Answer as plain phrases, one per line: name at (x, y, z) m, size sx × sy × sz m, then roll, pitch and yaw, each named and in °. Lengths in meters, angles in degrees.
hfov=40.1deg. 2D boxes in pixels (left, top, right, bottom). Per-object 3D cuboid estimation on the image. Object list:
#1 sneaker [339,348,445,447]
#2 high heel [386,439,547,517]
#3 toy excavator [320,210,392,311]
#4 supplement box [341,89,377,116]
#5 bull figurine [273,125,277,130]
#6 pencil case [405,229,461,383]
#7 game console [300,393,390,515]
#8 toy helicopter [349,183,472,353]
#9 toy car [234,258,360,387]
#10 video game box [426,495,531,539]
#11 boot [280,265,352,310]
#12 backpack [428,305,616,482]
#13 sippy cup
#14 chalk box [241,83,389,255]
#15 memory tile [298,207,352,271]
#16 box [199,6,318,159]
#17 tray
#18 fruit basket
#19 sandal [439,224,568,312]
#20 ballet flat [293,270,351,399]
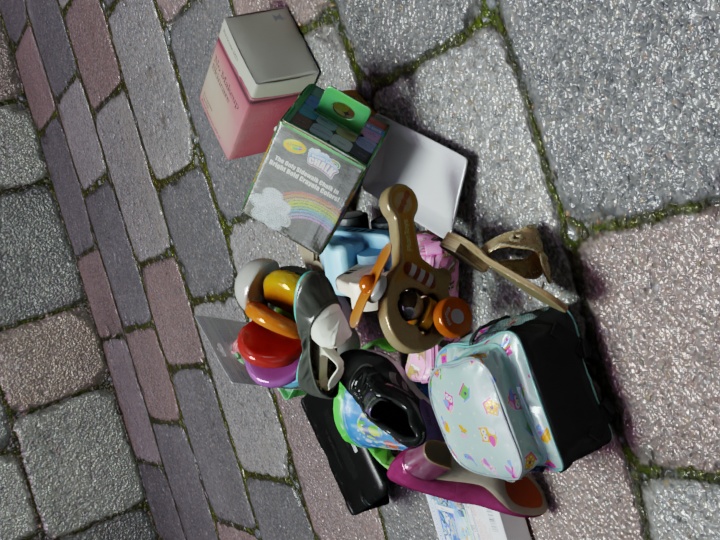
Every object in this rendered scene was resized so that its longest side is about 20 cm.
sneaker at (0.027, 0.160, 1.283) m, size 0.200 × 0.087 × 0.076 m, roll 35°, pitch 101°, yaw 35°
high heel at (0.133, 0.265, 1.225) m, size 0.096 × 0.199 × 0.068 m, roll -42°, pitch 24°, yaw 48°
toy excavator at (0.000, 0.000, 1.296) m, size 0.193 × 0.200 × 0.101 m, roll 7°, pitch 113°, yaw 37°
supplement box at (-0.039, -0.153, 1.394) m, size 0.067 × 0.068 × 0.201 m, roll 52°, pitch 142°, yaw 32°
bull figurine at (-0.103, -0.148, 1.526) m, size 0.200 × 0.065 × 0.122 m, roll -53°, pitch 53°, yaw 50°
pencil case at (0.093, 0.045, 1.265) m, size 0.086 × 0.082 × 0.202 m, roll 27°, pitch 127°, yaw 49°
game console at (0.001, 0.265, 1.546) m, size 0.201 × 0.116 × 0.176 m, roll 63°, pitch 143°, yaw 16°
toy helicopter at (0.046, -0.003, 1.152) m, size 0.079 × 0.131 × 0.202 m, roll -27°, pitch 68°, yaw 60°
toy car at (-0.106, 0.093, 1.398) m, size 0.174 × 0.150 × 0.201 m, roll 24°, pitch 155°, yaw 22°
video game box at (0.170, 0.375, 1.350) m, size 0.182 × 0.047 × 0.202 m, roll -15°, pitch 92°, yaw 60°
boot at (-0.056, 0.073, 1.553) m, size 0.199 × 0.077 × 0.139 m, roll 20°, pitch 138°, yaw 52°
backpack at (0.166, 0.146, 1.123) m, size 0.177 × 0.152 × 0.200 m, roll 67°, pitch 160°, yaw 0°
sippy cup at (0.052, 0.194, 1.386) m, size 0.130 × 0.140 × 0.178 m, roll 7°, pitch 147°, yaw 48°
chalk box at (-0.049, -0.148, 1.264) m, size 0.124 × 0.124 × 0.201 m, roll 29°, pitch 126°, yaw -2°
memory tile at (-0.040, -0.033, 1.534) m, size 0.154 × 0.017 × 0.200 m, roll 60°, pitch 149°, yaw 22°
box at (-0.160, -0.283, 1.511) m, size 0.129 × 0.108 × 0.200 m, roll 63°, pitch 151°, yaw 18°
tray at (0.071, -0.123, 1.259) m, size 0.200 × 0.022 × 0.108 m, roll 36°, pitch 121°, yaw 49°
fruit basket at (-0.165, 0.146, 1.653) m, size 0.185 × 0.199 × 0.094 m, roll 50°, pitch 125°, yaw 44°
sandal at (0.169, -0.024, 1.104) m, size 0.070 × 0.077 × 0.211 m, roll -57°, pitch 34°, yaw -2°
ballet flat at (-0.044, 0.089, 1.277) m, size 0.068 × 0.068 × 0.201 m, roll 33°, pitch 140°, yaw 31°
